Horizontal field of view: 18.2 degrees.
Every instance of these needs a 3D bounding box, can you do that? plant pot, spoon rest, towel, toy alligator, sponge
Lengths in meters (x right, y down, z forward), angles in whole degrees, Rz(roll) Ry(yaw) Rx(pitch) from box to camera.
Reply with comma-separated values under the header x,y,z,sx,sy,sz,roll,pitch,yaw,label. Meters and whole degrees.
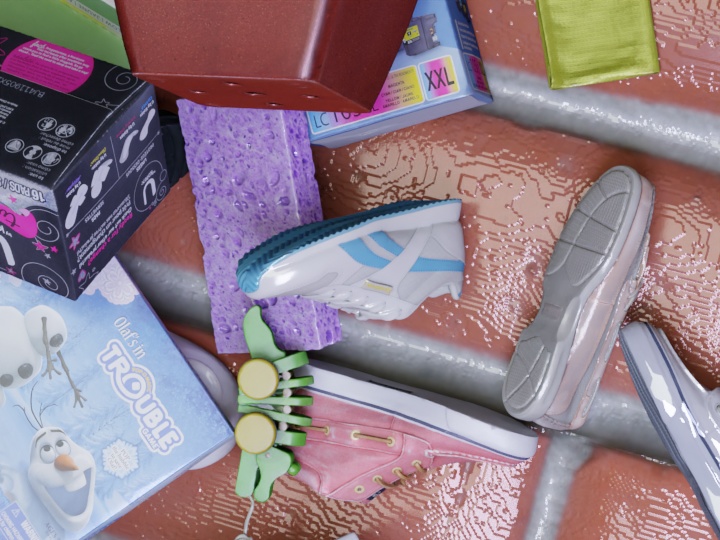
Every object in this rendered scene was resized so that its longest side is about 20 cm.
x,y,z,sx,sy,sz,roll,pitch,yaw,label
-0.065,-0.206,1.556,0.199,0.200,0.177,4,85,18,plant pot
-0.159,0.060,1.723,0.099,0.061,0.200,-23,80,-26,spoon rest
0.166,-0.238,1.670,0.086,0.018,0.201,-9,87,15,towel
-0.063,0.126,1.653,0.054,0.059,0.201,3,91,4,toy alligator
-0.077,-0.039,1.684,0.111,0.030,0.200,-3,99,43,sponge

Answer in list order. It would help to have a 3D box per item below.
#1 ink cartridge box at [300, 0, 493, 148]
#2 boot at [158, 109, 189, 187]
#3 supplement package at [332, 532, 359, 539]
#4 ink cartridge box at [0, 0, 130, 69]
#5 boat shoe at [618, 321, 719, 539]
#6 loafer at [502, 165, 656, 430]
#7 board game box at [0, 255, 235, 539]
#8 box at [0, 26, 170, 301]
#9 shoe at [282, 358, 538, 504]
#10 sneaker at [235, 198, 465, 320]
x,y,z,sx,sy,sz,roll,pitch,yaw,label
0.004,-0.205,1.683,0.136,0.076,0.200,-16,84,13,ink cartridge box
-0.245,-0.103,1.735,0.198,0.073,0.162,-28,51,-23,boot
-0.074,0.286,1.641,0.200,0.117,0.118,-23,83,-7,supplement package
-0.207,-0.202,1.703,0.145,0.048,0.200,32,64,12,ink cartridge box
0.255,0.118,1.623,0.067,0.074,0.200,-27,93,-2,boat shoe
0.170,0.022,1.649,0.063,0.072,0.200,21,96,-30,loafer
-0.227,0.095,1.660,0.199,0.043,0.200,-35,84,-4,board game box
-0.255,-0.084,1.597,0.200,0.115,0.132,19,51,23,box
0.030,0.134,1.674,0.200,0.071,0.091,16,94,19,shoe
0.000,0.000,1.626,0.076,0.200,0.081,1,102,52,sneaker
